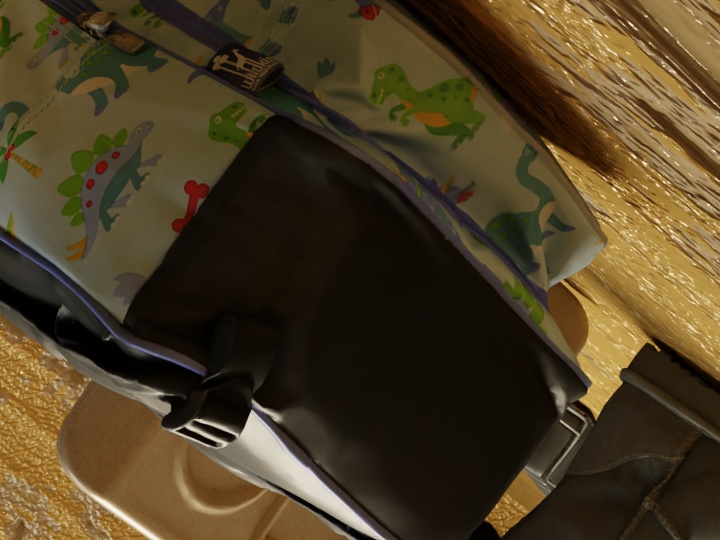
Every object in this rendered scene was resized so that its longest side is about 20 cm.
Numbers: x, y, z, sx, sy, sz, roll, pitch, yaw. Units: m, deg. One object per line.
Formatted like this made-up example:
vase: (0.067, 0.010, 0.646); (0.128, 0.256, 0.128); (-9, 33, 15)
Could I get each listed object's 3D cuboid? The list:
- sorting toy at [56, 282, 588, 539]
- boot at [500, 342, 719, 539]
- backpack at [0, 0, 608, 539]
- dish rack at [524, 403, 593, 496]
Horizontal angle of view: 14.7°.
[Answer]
sorting toy: (-0.012, 0.041, 1.093); (0.036, 0.186, 0.200); (26, 168, 45)
boot: (0.111, 0.151, 1.097); (0.182, 0.200, 0.073); (36, 177, 35)
backpack: (-0.034, -0.021, 0.856); (0.200, 0.147, 0.183); (31, 173, 42)
dish rack: (0.184, 0.160, 1.666); (0.200, 0.055, 0.153); (36, 177, 15)
